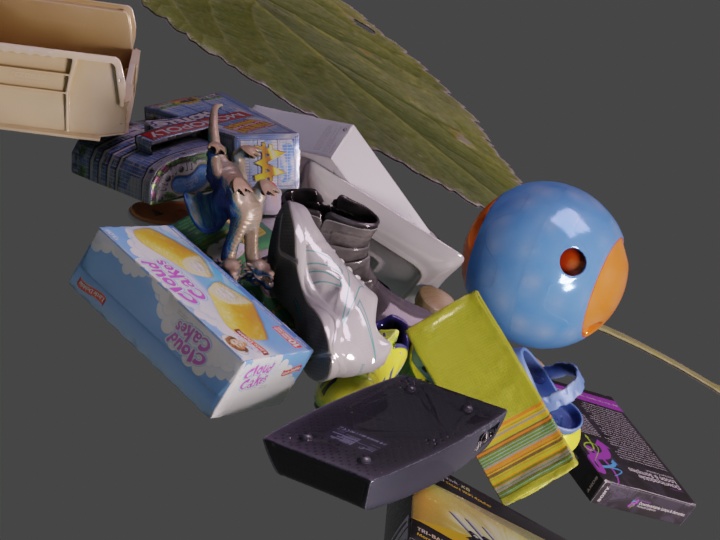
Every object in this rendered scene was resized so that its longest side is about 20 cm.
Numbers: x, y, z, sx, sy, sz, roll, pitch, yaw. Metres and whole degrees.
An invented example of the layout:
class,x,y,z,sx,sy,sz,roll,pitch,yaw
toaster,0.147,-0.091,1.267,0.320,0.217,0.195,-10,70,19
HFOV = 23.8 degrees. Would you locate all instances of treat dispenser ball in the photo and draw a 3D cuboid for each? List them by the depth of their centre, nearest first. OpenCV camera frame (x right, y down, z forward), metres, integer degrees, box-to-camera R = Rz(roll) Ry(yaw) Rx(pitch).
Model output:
class,x,y,z,sx,sy,sz,roll,pitch,yaw
treat dispenser ball,0.222,-0.006,2.060,0.200,0.201,0.201,28,19,-11

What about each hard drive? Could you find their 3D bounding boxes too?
class,x,y,z,sx,sy,sz,roll,pitch,yaw
hard drive,0.024,0.149,1.501,0.134,0.043,0.200,17,24,35

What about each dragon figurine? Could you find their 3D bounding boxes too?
class,x,y,z,sx,sy,sz,roll,pitch,yaw
dragon figurine,-0.131,-0.070,1.654,0.059,0.100,0.200,-2,46,-36

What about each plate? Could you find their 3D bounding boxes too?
class,x,y,z,sx,sy,sz,roll,pitch,yaw
plate,0.003,-0.028,1.903,0.199,0.032,0.200,31,-20,-2

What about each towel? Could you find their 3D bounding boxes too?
class,x,y,z,sx,sy,sz,roll,pitch,yaw
towel,0.128,0.124,1.677,0.201,0.086,0.018,60,-6,8

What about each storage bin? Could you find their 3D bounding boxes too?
class,x,y,z,sx,sy,sz,roll,pitch,yaw
storage bin,-0.334,-0.220,1.797,0.197,0.094,0.200,6,23,-7

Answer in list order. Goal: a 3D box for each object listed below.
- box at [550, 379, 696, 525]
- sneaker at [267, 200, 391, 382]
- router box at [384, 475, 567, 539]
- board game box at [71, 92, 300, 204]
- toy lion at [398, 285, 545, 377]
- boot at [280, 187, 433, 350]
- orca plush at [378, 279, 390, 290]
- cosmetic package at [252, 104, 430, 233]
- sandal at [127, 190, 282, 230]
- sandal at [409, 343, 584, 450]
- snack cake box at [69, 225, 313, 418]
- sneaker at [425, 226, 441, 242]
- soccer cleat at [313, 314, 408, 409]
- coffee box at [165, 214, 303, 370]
class,x,y,z,sx,sy,sz,roll,pitch,yaw
box,0.265,0.195,1.890,0.142,0.036,0.200,18,22,-33
sneaker,-0.033,0.020,1.626,0.080,0.071,0.201,-1,54,-29
router box,0.116,0.257,1.474,0.199,0.052,0.157,29,18,-8
board game box,-0.164,-0.125,1.773,0.199,0.062,0.199,-16,24,-39
toy lion,0.100,0.116,1.803,0.200,0.069,0.192,37,27,14
boot,0.000,0.000,1.753,0.199,0.132,0.070,17,32,-2
orca plush,-0.040,-0.011,1.865,0.199,0.071,0.105,32,19,0
cosmetic package,-0.030,-0.096,1.914,0.150,0.052,0.200,18,-24,41
sandal,-0.140,-0.068,1.797,0.206,0.059,0.079,0,31,-28
sandal,0.145,0.106,1.724,0.199,0.087,0.080,22,36,-8
snack cake box,-0.155,0.043,1.561,0.200,0.067,0.115,40,20,22
sneaker,0.018,-0.041,2.064,0.093,0.071,0.200,-10,45,-38
soccer cleat,0.006,0.094,1.656,0.065,0.084,0.200,32,19,1
coffee box,-0.106,0.017,1.679,0.200,0.044,0.123,38,44,20
